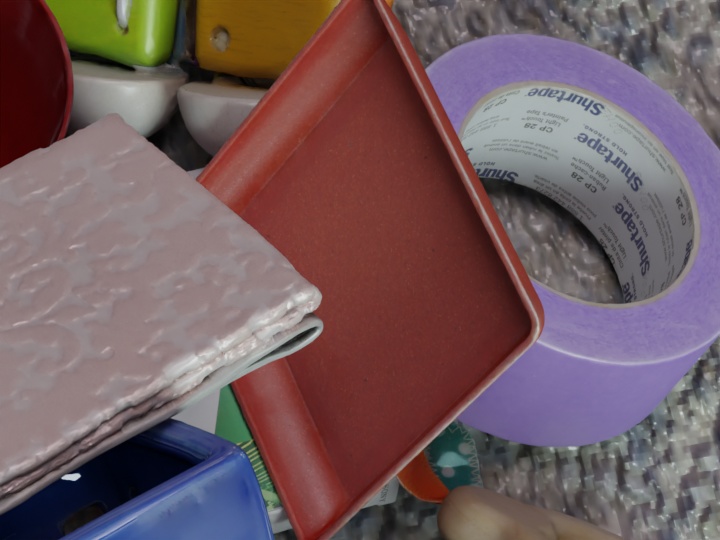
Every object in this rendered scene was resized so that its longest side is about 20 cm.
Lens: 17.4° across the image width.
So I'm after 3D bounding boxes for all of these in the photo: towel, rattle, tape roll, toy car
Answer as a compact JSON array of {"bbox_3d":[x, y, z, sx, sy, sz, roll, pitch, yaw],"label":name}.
[{"bbox_3d":[-0.144,0.018,1.054,0.199,0.032,0.191,-29,44,-23],"label":"towel"},{"bbox_3d":[0.075,0.172,1.150,0.199,0.144,0.130,23,24,15],"label":"rattle"},{"bbox_3d":[0.095,-0.017,1.205,0.198,0.085,0.201,13,53,-17],"label":"tape roll"},{"bbox_3d":[-0.077,-0.156,1.256,0.198,0.177,0.150,9,14,23],"label":"toy car"}]

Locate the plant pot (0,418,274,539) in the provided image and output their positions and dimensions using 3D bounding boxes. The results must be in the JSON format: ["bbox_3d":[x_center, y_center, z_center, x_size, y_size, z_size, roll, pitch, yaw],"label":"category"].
[{"bbox_3d":[-0.133,0.184,1.018,0.199,0.200,0.181,-29,105,-21],"label":"plant pot"}]

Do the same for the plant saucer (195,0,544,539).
[{"bbox_3d":[0.000,0.000,1.127,0.036,0.200,0.201,-3,57,-41],"label":"plant saucer"}]

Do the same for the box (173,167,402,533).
[{"bbox_3d":[-0.078,0.043,1.206,0.143,0.036,0.201,-15,65,-14],"label":"box"}]

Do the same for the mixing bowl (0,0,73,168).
[{"bbox_3d":[-0.247,-0.066,1.203,0.198,0.109,0.202,3,60,-6],"label":"mixing bowl"}]
